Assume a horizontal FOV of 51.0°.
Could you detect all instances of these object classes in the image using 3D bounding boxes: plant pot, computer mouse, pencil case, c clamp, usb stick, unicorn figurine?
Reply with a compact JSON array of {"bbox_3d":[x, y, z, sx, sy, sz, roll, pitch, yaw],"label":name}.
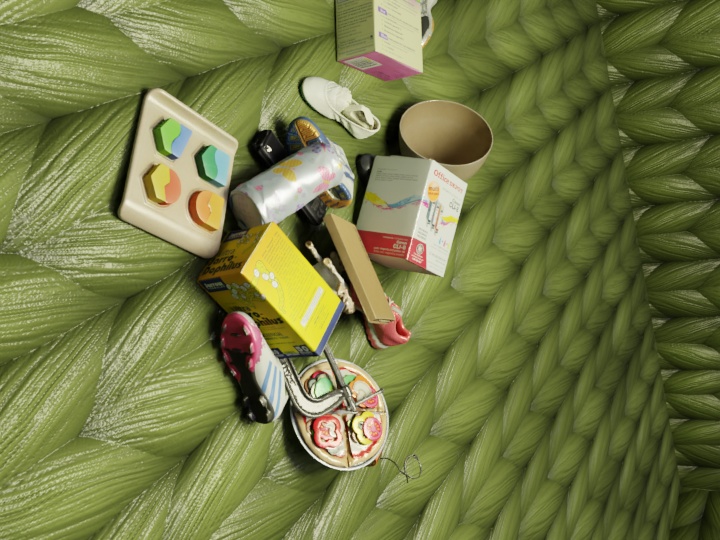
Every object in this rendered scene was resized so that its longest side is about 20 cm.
[{"bbox_3d":[0.171,-0.250,1.626,0.135,0.199,0.201,102,13,-52],"label":"plant pot"},{"bbox_3d":[0.054,-0.167,1.557,0.200,0.034,0.059,47,50,-42],"label":"computer mouse"},{"bbox_3d":[-0.118,-0.133,1.233,0.200,0.083,0.091,-38,149,-31],"label":"pencil case"},{"bbox_3d":[-0.069,0.164,1.302,0.170,0.027,0.201,-29,90,-37],"label":"c clamp"},{"bbox_3d":[-0.120,-0.159,1.312,0.200,0.032,0.056,53,40,-38],"label":"usb stick"},{"bbox_3d":[-0.057,0.008,1.328,0.137,0.074,0.201,49,17,-44],"label":"unicorn figurine"}]

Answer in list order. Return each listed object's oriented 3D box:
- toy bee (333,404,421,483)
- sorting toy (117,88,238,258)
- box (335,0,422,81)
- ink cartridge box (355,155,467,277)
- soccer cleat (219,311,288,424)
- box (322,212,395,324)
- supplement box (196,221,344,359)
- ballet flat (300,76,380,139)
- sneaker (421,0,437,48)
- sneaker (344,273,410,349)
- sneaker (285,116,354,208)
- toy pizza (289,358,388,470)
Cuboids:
[{"bbox_3d":[0.000,0.328,1.396,0.131,0.109,0.201,-29,86,-43],"label":"toy bee"},{"bbox_3d":[-0.257,-0.140,1.112,0.185,0.036,0.201,30,63,-50],"label":"sorting toy"},{"bbox_3d":[0.038,-0.504,1.511,0.175,0.096,0.201,1,87,-54],"label":"box"},{"bbox_3d":[0.097,-0.108,1.487,0.145,0.144,0.201,22,80,-51],"label":"ink cartridge box"},{"bbox_3d":[-0.166,0.145,1.198,0.086,0.069,0.201,-47,130,-56],"label":"soccer cleat"},{"bbox_3d":[0.000,0.000,1.351,0.201,0.021,0.163,67,11,10],"label":"box"},{"bbox_3d":[-0.137,0.037,1.187,0.200,0.108,0.110,51,48,-30],"label":"supplement box"},{"bbox_3d":[-0.029,-0.311,1.426,0.200,0.069,0.070,29,64,-50],"label":"ballet flat"},{"bbox_3d":[0.114,-0.571,1.661,0.087,0.075,0.201,25,63,-34],"label":"sneaker"},{"bbox_3d":[0.039,0.068,1.468,0.201,0.086,0.074,62,41,-30],"label":"sneaker"},{"bbox_3d":[-0.072,-0.206,1.365,0.200,0.075,0.088,61,31,-41],"label":"sneaker"},{"bbox_3d":[-0.030,0.247,1.324,0.199,0.032,0.201,16,58,-26],"label":"toy pizza"}]
